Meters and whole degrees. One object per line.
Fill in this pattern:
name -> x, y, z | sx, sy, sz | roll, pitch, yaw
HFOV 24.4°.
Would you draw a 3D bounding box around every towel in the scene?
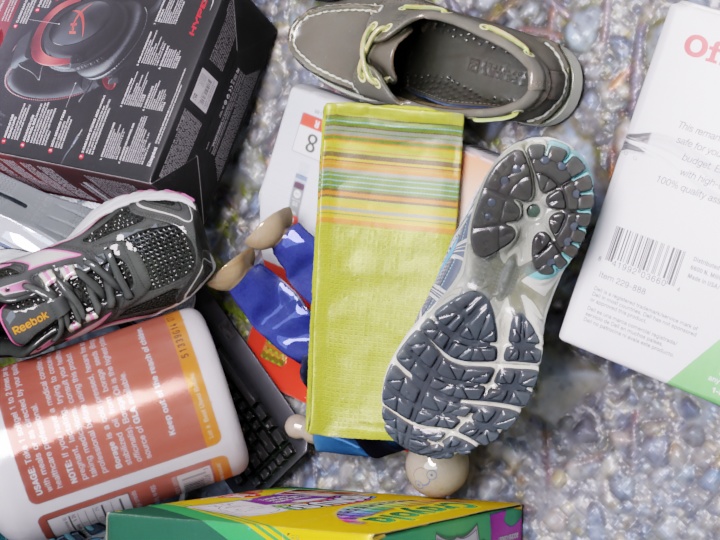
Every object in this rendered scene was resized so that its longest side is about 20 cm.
towel -> 0.013, 0.001, 0.993 | 0.086, 0.018, 0.201 | 4, 92, 6

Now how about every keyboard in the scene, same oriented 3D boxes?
keyboard -> -0.125, 0.078, 1.134 | 0.127, 0.021, 0.200 | -48, 68, 27

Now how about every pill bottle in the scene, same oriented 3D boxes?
pill bottle -> -0.179, 0.103, 1.040 | 0.199, 0.112, 0.112 | -17, 80, -8

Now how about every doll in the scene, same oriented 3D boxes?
doll -> -0.006, 0.060, 1.034 | 0.200, 0.048, 0.136 | 47, 116, 5

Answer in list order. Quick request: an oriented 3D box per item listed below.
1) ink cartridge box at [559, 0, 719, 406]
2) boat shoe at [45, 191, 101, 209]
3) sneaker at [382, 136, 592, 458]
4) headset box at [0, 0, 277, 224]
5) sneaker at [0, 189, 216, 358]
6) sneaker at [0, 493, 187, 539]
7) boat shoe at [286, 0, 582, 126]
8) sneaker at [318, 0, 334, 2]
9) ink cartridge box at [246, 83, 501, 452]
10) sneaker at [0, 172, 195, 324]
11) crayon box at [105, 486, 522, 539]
ink cartridge box -> 0.216, -0.031, 0.916 | 0.146, 0.084, 0.201 | 23, 102, 27
boat shoe -> -0.248, 0.005, 1.180 | 0.200, 0.067, 0.074 | -32, 89, 9
sneaker -> 0.077, 0.015, 0.949 | 0.077, 0.086, 0.200 | 26, 107, -2
headset box -> -0.177, -0.126, 1.112 | 0.200, 0.075, 0.149 | 11, 74, 28
sneaker -> -0.182, 0.018, 1.025 | 0.200, 0.086, 0.080 | -22, 106, 22
sneaker -> -0.203, 0.172, 1.138 | 0.200, 0.086, 0.078 | -27, 83, 32
boat shoe -> 0.035, -0.133, 1.028 | 0.201, 0.060, 0.072 | 16, 100, 28
sneaker -> -0.064, -0.236, 1.093 | 0.200, 0.072, 0.083 | 23, 74, 27
ink cartridge box -> 0.000, 0.000, 1.055 | 0.162, 0.050, 0.201 | 23, 98, 27
sneaker -> -0.206, -0.005, 1.113 | 0.200, 0.073, 0.071 | 28, 124, 3
crayon box -> -0.022, 0.165, 0.981 | 0.172, 0.200, 0.058 | -1, 87, 28
